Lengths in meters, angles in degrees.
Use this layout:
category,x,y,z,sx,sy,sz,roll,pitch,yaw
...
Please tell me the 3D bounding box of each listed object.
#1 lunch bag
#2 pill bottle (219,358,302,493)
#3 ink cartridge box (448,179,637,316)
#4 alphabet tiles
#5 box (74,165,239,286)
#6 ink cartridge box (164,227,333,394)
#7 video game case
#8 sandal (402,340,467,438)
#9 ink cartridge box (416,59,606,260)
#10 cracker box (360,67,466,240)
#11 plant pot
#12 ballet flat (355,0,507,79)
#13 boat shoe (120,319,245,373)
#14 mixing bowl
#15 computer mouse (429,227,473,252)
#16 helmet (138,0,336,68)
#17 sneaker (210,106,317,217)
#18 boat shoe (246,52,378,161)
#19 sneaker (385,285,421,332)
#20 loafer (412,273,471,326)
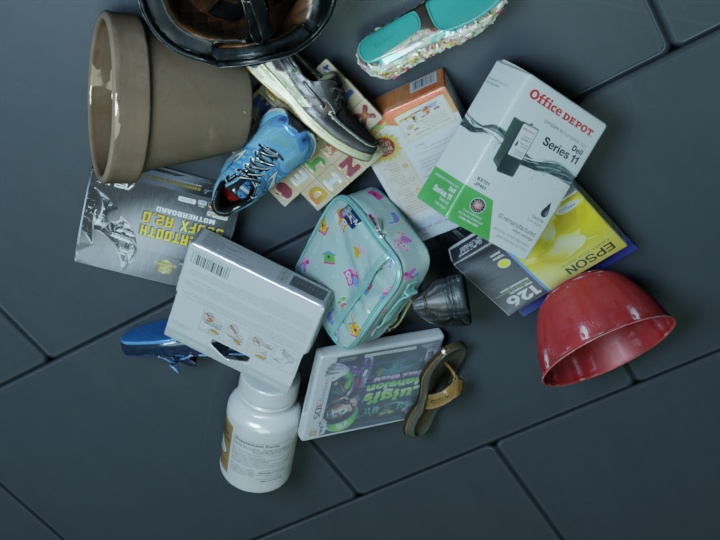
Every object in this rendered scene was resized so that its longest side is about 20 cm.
category,x,y,z,sx,sy,sz,roll,pitch,yaw
lunch bag,0.000,0.000,1.458,0.077,0.161,0.200,-15,150,-38
pill bottle,-0.148,0.230,1.668,0.114,0.115,0.201,8,126,-6
ink cartridge box,0.256,-0.018,1.508,0.197,0.047,0.200,-33,130,22
alphabet tiles,-0.070,-0.170,1.395,0.166,0.006,0.200,45,126,-9
box,-0.274,-0.062,1.491,0.199,0.048,0.159,14,125,-11
ink cartridge box,-0.154,0.058,1.491,0.199,0.044,0.174,26,129,3
video game case,0.014,0.169,1.628,0.199,0.023,0.182,-8,135,-24
sandal,0.119,0.185,1.650,0.082,0.055,0.200,-15,137,-45
ink cartridge box,0.188,-0.136,1.362,0.146,0.083,0.200,25,99,-31
cracker box,0.089,-0.145,1.426,0.134,0.058,0.200,-21,123,16
plant pot,-0.227,-0.203,1.321,0.174,0.200,0.201,-2,129,-23
ballet flat,0.089,-0.288,1.324,0.199,0.076,0.064,-20,155,19
boat shoe,-0.247,0.113,1.599,0.199,0.084,0.069,-3,115,5
mixing bowl,0.322,0.069,1.531,0.199,0.109,0.200,-20,158,-9
computer mouse,0.103,-0.036,1.529,0.200,0.034,0.059,-27,134,25
helmet,-0.138,-0.319,1.213,0.200,0.190,0.201,-15,116,-34
sneaker,-0.124,-0.123,1.366,0.078,0.090,0.200,37,140,-11
boat shoe,-0.051,-0.210,1.313,0.200,0.073,0.065,39,110,-10
sneaker,0.019,0.058,1.551,0.070,0.076,0.200,20,134,-19
loafer,0.112,0.042,1.506,0.072,0.073,0.200,-11,168,6
